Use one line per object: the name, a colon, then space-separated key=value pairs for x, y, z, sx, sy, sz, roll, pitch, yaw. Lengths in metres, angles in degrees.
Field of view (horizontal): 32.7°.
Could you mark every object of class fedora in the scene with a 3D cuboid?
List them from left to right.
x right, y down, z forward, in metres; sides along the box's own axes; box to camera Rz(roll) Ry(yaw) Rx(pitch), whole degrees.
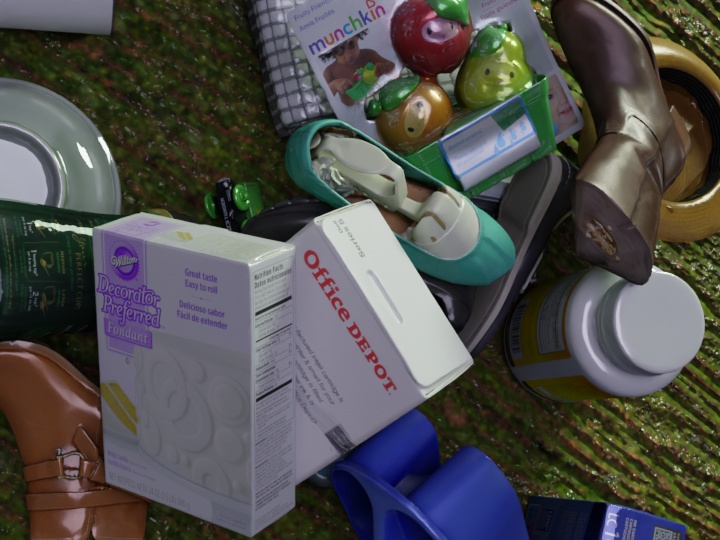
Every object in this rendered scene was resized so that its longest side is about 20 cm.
fedora: x=0.259 y=-0.111 z=1.105 sx=0.199 sy=0.082 sz=0.203 roll=8 pitch=73 yaw=-28

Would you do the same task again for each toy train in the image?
toy train: x=-0.086 y=0.021 z=1.020 sx=0.041 sy=0.056 sz=0.202 roll=-13 pitch=90 yaw=24

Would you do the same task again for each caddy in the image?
caddy: x=0.049 y=0.204 z=0.966 sx=0.141 sy=0.201 sz=0.105 roll=29 pitch=63 yaw=35

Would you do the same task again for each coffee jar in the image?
coffee jar: x=-0.210 y=0.002 z=0.941 sx=0.199 sy=0.085 sz=0.105 roll=3 pitch=75 yaw=-42

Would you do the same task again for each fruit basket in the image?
fruit basket: x=0.066 y=-0.156 z=0.969 sx=0.184 sy=0.094 sz=0.201 roll=-29 pitch=113 yaw=-6

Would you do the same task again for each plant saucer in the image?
plant saucer: x=-0.291 y=-0.062 z=0.981 sx=0.198 sy=0.050 sz=0.202 roll=2 pitch=83 yaw=-14

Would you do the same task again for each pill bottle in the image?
pill bottle: x=0.200 y=0.052 z=1.016 sx=0.108 sy=0.200 sz=0.110 roll=2 pitch=82 yaw=-14

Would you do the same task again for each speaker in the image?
speaker: x=-0.299 y=-0.237 z=0.987 sx=0.198 sy=0.081 sz=0.082 roll=1 pitch=82 yaw=-15

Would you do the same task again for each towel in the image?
towel: x=0.005 y=-0.211 z=1.064 sx=0.198 sy=0.086 sz=0.167 roll=-12 pitch=84 yaw=-14

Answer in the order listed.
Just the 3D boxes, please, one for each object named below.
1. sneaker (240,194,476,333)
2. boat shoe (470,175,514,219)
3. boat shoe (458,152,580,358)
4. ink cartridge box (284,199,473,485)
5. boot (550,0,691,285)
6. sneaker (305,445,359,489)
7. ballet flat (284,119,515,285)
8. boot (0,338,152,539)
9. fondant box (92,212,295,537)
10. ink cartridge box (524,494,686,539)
sneaker: x=0.000 y=0.000 z=0.964 sx=0.198 sy=0.076 sz=0.091 roll=10 pitch=59 yaw=-1
boat shoe: x=0.082 y=-0.067 z=1.078 sx=0.198 sy=0.069 sz=0.057 roll=4 pitch=114 yaw=-17
boat shoe: x=0.136 y=-0.004 z=1.049 sx=0.062 sy=0.073 sz=0.201 roll=16 pitch=109 yaw=-29
ink cartridge box: x=-0.038 y=0.065 z=0.907 sx=0.146 sy=0.200 sz=0.084 roll=57 pitch=34 yaw=6
boot: x=0.184 y=-0.105 z=0.942 sx=0.187 sy=0.064 sz=0.200 roll=50 pitch=42 yaw=-13
sneaker: x=0.010 y=0.088 z=1.015 sx=0.079 sy=0.096 sz=0.201 roll=34 pitch=75 yaw=-4
ballet flat: x=0.032 y=-0.050 z=0.921 sx=0.199 sy=0.070 sz=0.068 roll=29 pitch=77 yaw=-2
boot: x=-0.249 y=0.133 z=0.955 sx=0.198 sy=0.074 sz=0.156 roll=7 pitch=85 yaw=-11
fondant box: x=-0.118 y=0.071 z=0.872 sx=0.058 sy=0.143 sz=0.202 roll=-23 pitch=120 yaw=-53
ink cartridge box: x=0.188 y=0.257 z=0.984 sx=0.076 sy=0.200 sz=0.138 roll=17 pitch=78 yaw=-11
